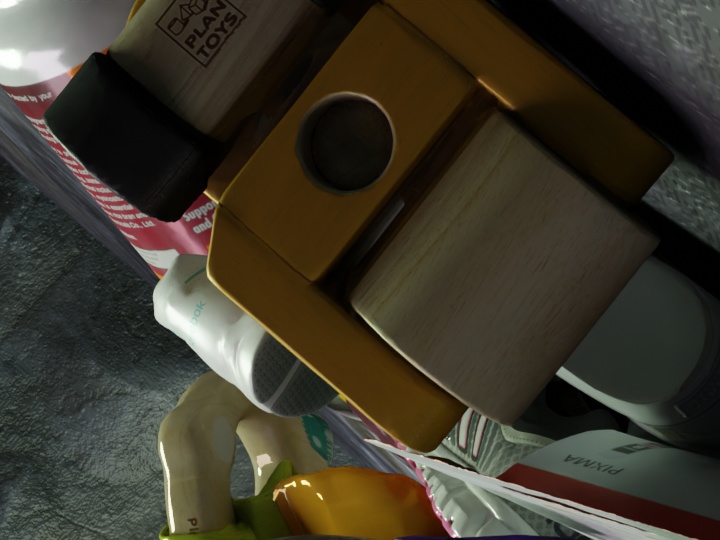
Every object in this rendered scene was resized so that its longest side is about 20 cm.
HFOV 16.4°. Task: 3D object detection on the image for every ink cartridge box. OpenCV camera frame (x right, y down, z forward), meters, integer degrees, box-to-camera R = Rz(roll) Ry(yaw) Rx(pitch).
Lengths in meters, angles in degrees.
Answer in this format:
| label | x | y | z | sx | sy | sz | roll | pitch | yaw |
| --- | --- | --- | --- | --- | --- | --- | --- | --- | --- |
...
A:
| label | x | y | z | sx | sy | sz | roll | pitch | yaw |
| --- | --- | --- | --- | --- | --- | --- | --- | --- | --- |
| ink cartridge box | 0.125 | 0.081 | 0.845 | 0.162 | 0.057 | 0.200 | 13 | 166 | 44 |

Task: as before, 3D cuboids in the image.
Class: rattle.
| label | x | y | z | sx | sy | sz | roll | pitch | yaw |
| --- | --- | --- | --- | --- | --- | --- | --- | --- | --- |
| rattle | -0.003 | 0.094 | 1.165 | 0.200 | 0.143 | 0.131 | 6 | -121 | -66 |

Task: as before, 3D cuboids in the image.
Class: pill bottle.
| label | x | y | z | sx | sy | sz | roll | pitch | yaw |
| --- | --- | --- | --- | --- | --- | --- | --- | --- | --- |
| pill bottle | -0.087 | -0.088 | 1.043 | 0.200 | 0.113 | 0.113 | 51 | 170 | -28 |

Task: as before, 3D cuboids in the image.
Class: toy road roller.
| label | x | y | z | sx | sy | sz | roll | pitch | yaw |
| --- | --- | --- | --- | --- | --- | --- | --- | --- | --- |
| toy road roller | 0.007 | -0.041 | 0.843 | 0.200 | 0.123 | 0.146 | 41 | -172 | 14 |

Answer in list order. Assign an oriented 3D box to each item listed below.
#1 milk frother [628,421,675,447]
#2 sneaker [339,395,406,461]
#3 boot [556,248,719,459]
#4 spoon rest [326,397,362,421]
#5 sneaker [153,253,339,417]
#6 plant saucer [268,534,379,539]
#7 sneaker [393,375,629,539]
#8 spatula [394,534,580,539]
| label | x | y | z | sx | sy | sz | roll | pitch | yaw |
| --- | --- | --- | --- | --- | --- | --- | --- | --- | --- |
| milk frother | 0.141 | 0.180 | 1.111 | 0.188 | 0.200 | 0.180 | 43 | 177 | -9 |
| sneaker | -0.028 | 0.018 | 1.173 | 0.200 | 0.090 | 0.075 | 59 | -159 | 19 |
| boot | 0.070 | 0.005 | 0.946 | 0.200 | 0.074 | 0.096 | 41 | 179 | 33 |
| spoon rest | 0.027 | 0.072 | 1.263 | 0.099 | 0.061 | 0.200 | -21 | 107 | 37 |
| sneaker | 0.000 | 0.000 | 1.010 | 0.080 | 0.071 | 0.200 | 27 | -155 | 33 |
| plant saucer | 0.008 | 0.165 | 1.061 | 0.199 | 0.035 | 0.201 | 10 | 147 | 7 |
| sneaker | 0.069 | 0.071 | 1.022 | 0.074 | 0.087 | 0.200 | 49 | -178 | -14 |
| spatula | 0.103 | 0.119 | 0.914 | 0.200 | 0.021 | 0.056 | 22 | 168 | -26 |
